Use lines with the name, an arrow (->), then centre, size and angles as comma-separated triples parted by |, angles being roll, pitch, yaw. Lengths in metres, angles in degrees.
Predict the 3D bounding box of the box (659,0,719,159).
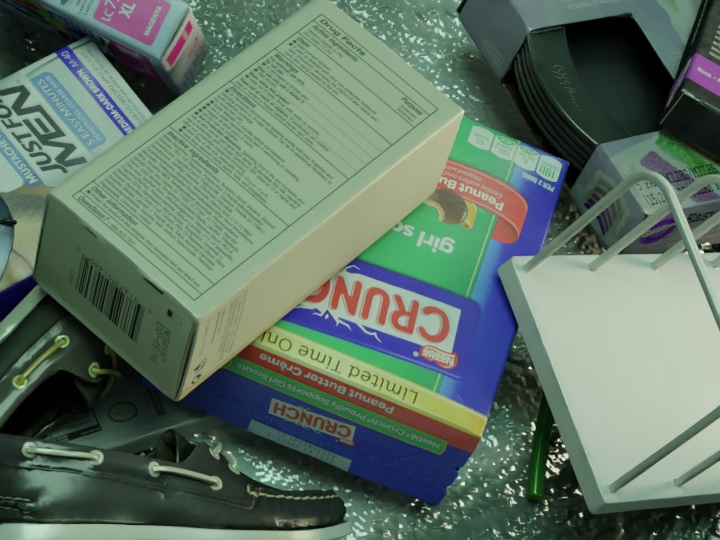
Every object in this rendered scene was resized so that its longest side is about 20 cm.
box -> 0.255, -0.118, 1.613 | 0.142, 0.036, 0.200 | 29, 47, -5

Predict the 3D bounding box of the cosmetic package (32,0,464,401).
cosmetic package -> -0.054, -0.038, 1.416 | 0.103, 0.073, 0.200 | 40, 53, 17

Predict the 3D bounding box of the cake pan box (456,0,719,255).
cake pan box -> 0.173, -0.102, 1.617 | 0.199, 0.052, 0.185 | -11, 58, -33

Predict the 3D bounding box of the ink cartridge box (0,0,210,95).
ink cartridge box -> -0.180, -0.160, 1.552 | 0.199, 0.119, 0.042 | 29, 86, 5

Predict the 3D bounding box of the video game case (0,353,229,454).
video game case -> -0.148, 0.007, 1.510 | 0.143, 0.018, 0.201 | -16, 63, -22

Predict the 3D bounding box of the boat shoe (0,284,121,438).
boat shoe -> -0.156, 0.051, 1.427 | 0.201, 0.072, 0.061 | -40, 71, -22

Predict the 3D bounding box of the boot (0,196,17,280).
boot -> -0.201, -0.034, 1.405 | 0.097, 0.075, 0.201 | 30, 63, -6

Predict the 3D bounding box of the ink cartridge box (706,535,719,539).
ink cartridge box -> 0.214, 0.235, 1.308 | 0.199, 0.086, 0.147 | 26, 58, 0

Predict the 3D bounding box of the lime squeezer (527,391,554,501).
lime squeezer -> 0.130, 0.039, 1.550 | 0.200, 0.038, 0.071 | -41, 105, -32

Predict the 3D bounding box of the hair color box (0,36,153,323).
hair color box -> -0.190, -0.026, 1.473 | 0.200, 0.065, 0.109 | -31, 69, -27

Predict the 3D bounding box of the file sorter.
file sorter -> 0.200, 0.029, 1.466 | 0.199, 0.124, 0.139 | -1, 62, -40

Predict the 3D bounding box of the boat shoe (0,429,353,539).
boat shoe -> -0.094, 0.107, 1.400 | 0.199, 0.074, 0.061 | 2, 81, -27

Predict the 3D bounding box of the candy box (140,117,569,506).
candy box -> 0.000, 0.000, 1.500 | 0.168, 0.077, 0.201 | 23, 51, -3
